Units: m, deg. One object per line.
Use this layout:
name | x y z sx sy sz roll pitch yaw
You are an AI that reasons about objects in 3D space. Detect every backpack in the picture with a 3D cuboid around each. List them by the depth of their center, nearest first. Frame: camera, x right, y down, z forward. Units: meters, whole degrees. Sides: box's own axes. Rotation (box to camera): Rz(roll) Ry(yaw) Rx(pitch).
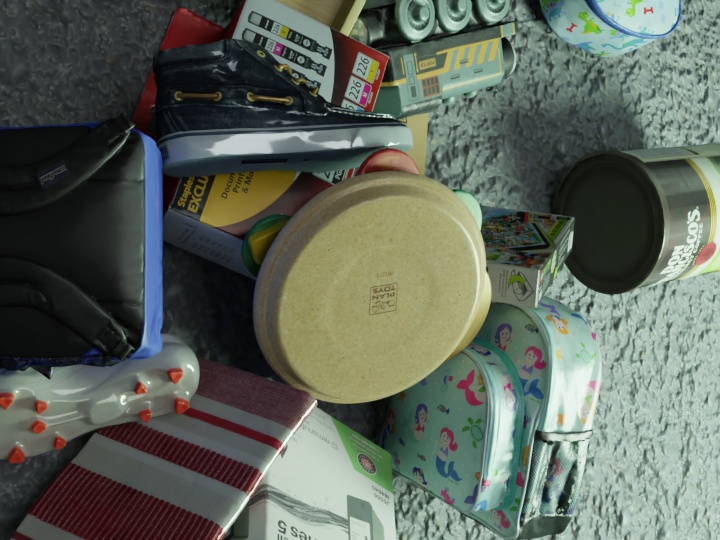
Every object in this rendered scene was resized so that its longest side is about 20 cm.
backpack | -0.235 -0.008 0.757 0.198 0.168 0.165 -1 82 -4
backpack | 0.115 0.115 0.980 0.150 0.177 0.202 11 97 -39
backpack | 0.280 -0.344 1.200 0.182 0.146 0.202 9 81 -34

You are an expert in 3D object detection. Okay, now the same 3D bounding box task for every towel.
towel | -0.139 0.146 0.811 0.200 0.143 0.023 -53 145 -38

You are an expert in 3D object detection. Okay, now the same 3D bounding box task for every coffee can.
coffee can | 0.327 -0.061 1.199 0.199 0.146 0.148 -9 90 -38

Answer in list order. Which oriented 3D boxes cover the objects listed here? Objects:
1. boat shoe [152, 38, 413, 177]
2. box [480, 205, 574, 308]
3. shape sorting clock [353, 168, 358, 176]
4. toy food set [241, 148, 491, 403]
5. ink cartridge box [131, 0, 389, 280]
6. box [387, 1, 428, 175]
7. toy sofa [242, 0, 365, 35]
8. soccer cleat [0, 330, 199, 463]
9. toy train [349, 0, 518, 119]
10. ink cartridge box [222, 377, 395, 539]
boat shoe | -0.056 -0.124 0.832 0.198 0.071 0.092 -4 81 -21
box | 0.125 -0.017 1.008 0.200 0.109 0.035 -40 136 -66
shape sorting clock | 0.000 0.000 0.995 0.198 0.039 0.203 -3 96 -33
toy food set | 0.010 0.010 0.850 0.198 0.049 0.200 -23 122 -12
ink cartridge box | -0.093 -0.111 0.900 0.174 0.084 0.202 22 70 -17
box | -0.004 -0.159 1.037 0.162 0.021 0.202 10 79 -35
toy sofa | -0.091 -0.269 0.945 0.199 0.098 0.083 25 94 -25
soccer cleat | -0.218 0.089 0.822 0.198 0.078 0.070 -10 119 -20
toy train | 0.071 -0.210 1.039 0.199 0.085 0.115 -21 110 -39
ink cartridge box | -0.047 0.208 0.862 0.145 0.084 0.201 36 31 -29
